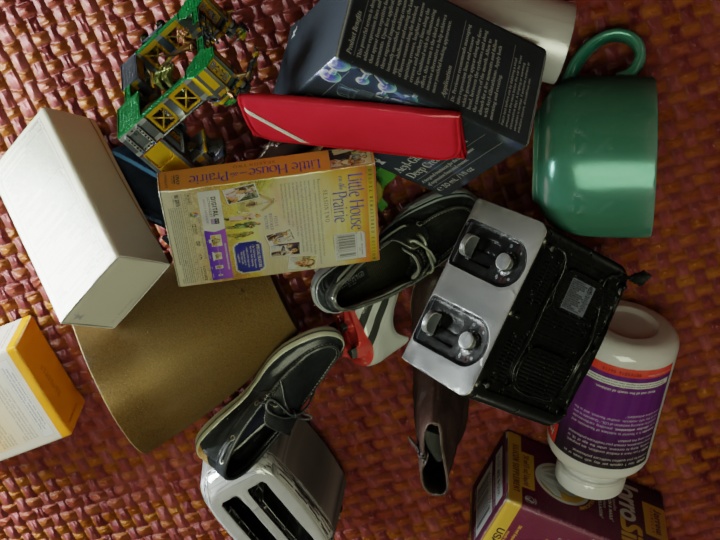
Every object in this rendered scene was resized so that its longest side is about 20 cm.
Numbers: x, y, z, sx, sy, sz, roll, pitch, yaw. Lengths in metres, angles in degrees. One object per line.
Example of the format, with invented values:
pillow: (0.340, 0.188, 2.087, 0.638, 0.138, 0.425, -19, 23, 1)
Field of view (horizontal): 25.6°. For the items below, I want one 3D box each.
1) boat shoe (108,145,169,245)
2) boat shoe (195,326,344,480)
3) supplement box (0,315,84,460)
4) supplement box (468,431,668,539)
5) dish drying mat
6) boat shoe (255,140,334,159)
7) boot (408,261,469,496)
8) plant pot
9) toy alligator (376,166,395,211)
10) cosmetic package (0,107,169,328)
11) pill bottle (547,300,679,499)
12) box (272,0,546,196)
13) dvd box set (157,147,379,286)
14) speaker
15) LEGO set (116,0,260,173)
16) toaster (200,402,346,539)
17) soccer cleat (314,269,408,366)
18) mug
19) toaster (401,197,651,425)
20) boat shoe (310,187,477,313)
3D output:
boat shoe: (-0.176, -0.055, 1.620, 0.200, 0.084, 0.069, 33, 109, 14)
boat shoe: (-0.086, 0.138, 1.631, 0.200, 0.062, 0.075, -44, 141, 9)
supplement box: (-0.425, 0.146, 1.757, 0.199, 0.074, 0.126, -20, 116, 15)
supplement box: (0.227, 0.283, 1.744, 0.199, 0.131, 0.103, 23, 118, -8)
dish drying mat: (-0.007, -0.128, 1.408, 0.199, 0.018, 0.077, 8, 156, 12)
boat shoe: (-0.051, -0.134, 1.581, 0.200, 0.070, 0.070, -38, 72, 19)
boot: (0.085, 0.109, 1.639, 0.072, 0.167, 0.201, 0, 119, 5)
plant pot: (-0.171, 0.065, 1.647, 0.199, 0.186, 0.187, -24, 115, 1)
toy alligator: (-0.040, -0.056, 1.568, 0.199, 0.059, 0.054, -24, 117, -12)
cosmetic package: (-0.279, -0.052, 1.567, 0.104, 0.200, 0.073, -45, 150, 25)
pill bottle: (0.261, 0.139, 1.672, 0.112, 0.113, 0.201, 9, 119, 0)
box: (0.042, -0.170, 1.445, 0.199, 0.107, 0.148, 23, 155, -19)
dvd box set: (-0.083, -0.050, 1.490, 0.199, 0.029, 0.147, -8, 143, -2)
speaker: (0.101, -0.238, 1.497, 0.199, 0.081, 0.081, 14, 119, -4)
LEGO set: (-0.148, -0.160, 1.505, 0.154, 0.200, 0.116, -43, 120, 9)
toaster: (-0.093, 0.240, 1.749, 0.113, 0.129, 0.200, -28, 113, 20)
soccer cleat: (0.000, 0.000, 1.650, 0.085, 0.069, 0.201, -18, 102, -31)
mug: (0.223, -0.122, 1.525, 0.114, 0.186, 0.152, 1, 143, 7)
toaster: (0.158, 0.042, 1.548, 0.200, 0.119, 0.181, 22, 94, -49)
boat shoe: (0.046, -0.012, 1.589, 0.200, 0.071, 0.072, -35, 113, -12)
